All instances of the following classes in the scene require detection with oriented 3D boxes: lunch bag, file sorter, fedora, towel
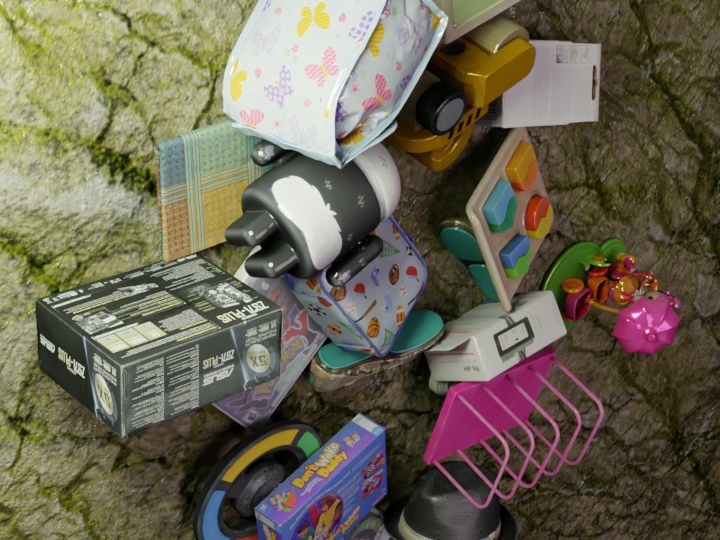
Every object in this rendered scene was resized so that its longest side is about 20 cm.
[{"bbox_3d":[-0.034,-0.213,1.390,0.127,0.170,0.200,38,78,-51],"label":"lunch bag"},{"bbox_3d":[0.213,0.220,1.844,0.200,0.125,0.139,-17,139,-38],"label":"file sorter"},{"bbox_3d":[0.130,0.324,1.880,0.200,0.201,0.092,-11,118,-42],"label":"fedora"},{"bbox_3d":[0.000,0.000,1.615,0.200,0.076,0.160,53,55,-45],"label":"lunch bag"},{"bbox_3d":[-0.137,-0.101,1.473,0.200,0.022,0.147,-21,127,-35],"label":"towel"}]

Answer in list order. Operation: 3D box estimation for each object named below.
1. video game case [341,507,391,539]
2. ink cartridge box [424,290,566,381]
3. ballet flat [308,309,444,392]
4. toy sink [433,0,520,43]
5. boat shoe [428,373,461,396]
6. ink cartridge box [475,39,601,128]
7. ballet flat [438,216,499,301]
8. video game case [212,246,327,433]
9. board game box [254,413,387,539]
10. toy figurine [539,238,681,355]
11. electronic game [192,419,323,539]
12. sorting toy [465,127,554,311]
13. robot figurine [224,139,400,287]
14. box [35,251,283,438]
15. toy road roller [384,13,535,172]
[{"bbox_3d":[-0.048,0.392,1.857,0.182,0.023,0.200,-56,140,-5],"label":"video game case"},{"bbox_3d":[0.165,0.096,1.816,0.200,0.116,0.068,-26,101,-34],"label":"ink cartridge box"},{"bbox_3d":[0.015,0.106,1.731,0.200,0.068,0.075,-20,148,-31],"label":"ballet flat"},{"bbox_3d":[0.097,-0.373,1.479,0.130,0.112,0.200,-34,133,-29],"label":"toy sink"},{"bbox_3d":[0.181,0.152,1.915,0.200,0.068,0.072,4,110,-47],"label":"boat shoe"},{"bbox_3d":[0.230,-0.240,1.728,0.200,0.050,0.109,-8,103,-44],"label":"ink cartridge box"},{"bbox_3d":[0.159,-0.032,1.795,0.071,0.071,0.200,-52,139,-10],"label":"ballet flat"},{"bbox_3d":[-0.116,0.078,1.598,0.200,0.023,0.182,-54,140,-7],"label":"video game case"},{"bbox_3d":[-0.046,0.294,1.725,0.200,0.045,0.135,-39,143,-34],"label":"board game box"},{"bbox_3d":[0.394,0.049,1.986,0.200,0.184,0.150,-30,132,-32],"label":"toy figurine"},{"bbox_3d":[-0.125,0.271,1.674,0.200,0.042,0.200,-31,140,-30],"label":"electronic game"},{"bbox_3d":[0.205,-0.075,1.765,0.200,0.036,0.185,-62,142,-35],"label":"sorting toy"},{"bbox_3d":[-0.050,-0.071,1.470,0.200,0.125,0.150,-38,146,-22],"label":"robot figurine"},{"bbox_3d":[-0.206,0.070,1.391,0.200,0.164,0.086,-20,126,-38],"label":"box"},{"bbox_3d":[0.100,-0.210,1.582,0.200,0.123,0.146,-38,150,-24],"label":"toy road roller"}]
